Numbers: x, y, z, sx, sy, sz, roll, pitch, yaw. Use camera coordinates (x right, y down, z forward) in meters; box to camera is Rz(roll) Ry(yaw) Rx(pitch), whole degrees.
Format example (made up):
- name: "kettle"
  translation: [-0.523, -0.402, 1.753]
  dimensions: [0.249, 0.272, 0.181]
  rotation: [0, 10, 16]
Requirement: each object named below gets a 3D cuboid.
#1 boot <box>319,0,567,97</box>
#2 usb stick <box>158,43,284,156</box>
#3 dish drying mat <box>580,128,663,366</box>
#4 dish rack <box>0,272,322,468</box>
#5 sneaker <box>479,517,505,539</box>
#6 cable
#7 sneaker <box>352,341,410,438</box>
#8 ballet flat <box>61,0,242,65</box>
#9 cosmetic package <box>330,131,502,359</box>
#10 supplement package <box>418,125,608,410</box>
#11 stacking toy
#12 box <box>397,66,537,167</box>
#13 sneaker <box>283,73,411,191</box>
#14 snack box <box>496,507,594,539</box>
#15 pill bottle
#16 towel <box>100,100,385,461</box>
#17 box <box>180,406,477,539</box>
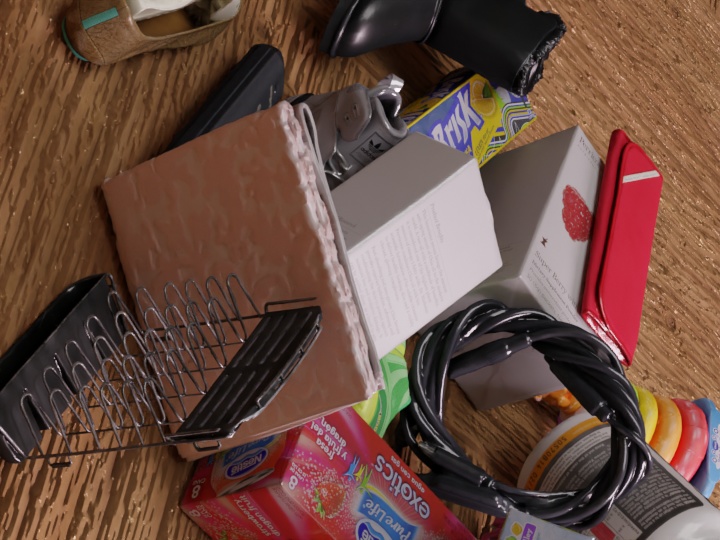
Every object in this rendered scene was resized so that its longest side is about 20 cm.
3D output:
- name: "boot"
  translation: [0.072, -0.195, 1.573]
  dimensions: [0.162, 0.073, 0.198]
  rotation: [32, 35, 7]
- name: "usb stick"
  translation: [-0.104, -0.098, 1.385]
  dimensions: [0.200, 0.033, 0.056]
  rotation: [-58, 151, -48]
- name: "dish drying mat"
  translation: [0.219, -0.022, 1.587]
  dimensions: [0.077, 0.018, 0.200]
  rotation: [47, 43, -35]
- name: "dish rack"
  translation: [-0.126, 0.055, 1.163]
  dimensions: [0.055, 0.199, 0.154]
  rotation: [65, 35, -26]
- name: "sneaker"
  translation: [0.131, 0.279, 1.495]
  dimensions: [0.087, 0.074, 0.200]
  rotation: [35, 54, -38]
- name: "cable"
  translation: [0.130, 0.113, 1.472]
  dimensions: [0.051, 0.199, 0.164]
  rotation: [74, 32, -82]
- name: "sneaker"
  translation: [0.001, 0.064, 1.440]
  dimensions: [0.200, 0.074, 0.084]
  rotation: [-72, 155, -44]
- name: "ballet flat"
  translation: [-0.130, -0.196, 1.372]
  dimensions: [0.200, 0.072, 0.068]
  rotation: [-26, 92, -54]
- name: "cosmetic package"
  translation: [0.000, 0.000, 1.358]
  dimensions: [0.200, 0.071, 0.102]
  rotation: [-36, 130, -24]
- name: "supplement package"
  translation: [0.141, -0.004, 1.593]
  dimensions: [0.121, 0.120, 0.200]
  rotation: [51, 40, -25]
- name: "stacking toy"
  translation: [0.213, 0.129, 1.660]
  dimensions: [0.200, 0.110, 0.116]
  rotation: [34, 46, -24]
- name: "box"
  translation: [0.070, -0.113, 1.600]
  dimensions: [0.200, 0.064, 0.070]
  rotation: [-41, 107, -51]
- name: "sneaker"
  translation: [-0.025, -0.063, 1.411]
  dimensions: [0.075, 0.115, 0.200]
  rotation: [41, 46, -34]
- name: "snack box"
  translation: [0.097, 0.274, 1.328]
  dimensions: [0.067, 0.200, 0.169]
  rotation: [19, 68, 5]
- name: "pill bottle"
  translation: [0.225, 0.211, 1.530]
  dimensions: [0.116, 0.117, 0.200]
  rotation: [21, 18, -46]
- name: "towel"
  translation: [-0.079, 0.009, 1.244]
  dimensions: [0.032, 0.191, 0.201]
  rotation: [-10, 82, -49]
- name: "box"
  translation: [-0.016, 0.179, 1.324]
  dimensions: [0.200, 0.100, 0.096]
  rotation: [48, 45, -28]
